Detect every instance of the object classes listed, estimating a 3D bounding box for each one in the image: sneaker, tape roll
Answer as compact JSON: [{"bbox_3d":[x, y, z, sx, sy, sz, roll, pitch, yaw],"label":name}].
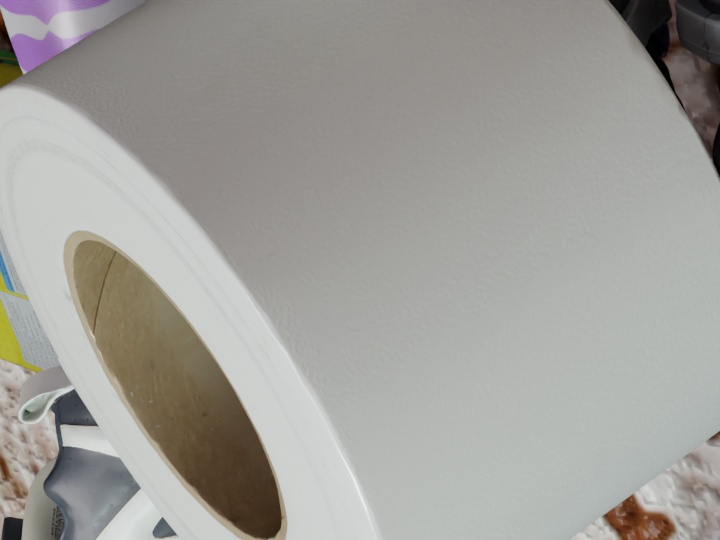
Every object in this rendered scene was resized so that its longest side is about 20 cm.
[{"bbox_3d":[-0.059,0.099,1.063,0.129,0.080,0.199,-16,130,9],"label":"sneaker"},{"bbox_3d":[0.000,0.000,0.860,0.203,0.139,0.203,45,156,26],"label":"tape roll"}]

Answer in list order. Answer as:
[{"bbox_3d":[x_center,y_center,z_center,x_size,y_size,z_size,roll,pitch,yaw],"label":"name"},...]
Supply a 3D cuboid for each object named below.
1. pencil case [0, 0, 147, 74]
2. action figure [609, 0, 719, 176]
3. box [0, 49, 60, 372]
[{"bbox_3d":[-0.076,-0.080,0.965,0.085,0.084,0.200,40,148,61],"label":"pencil case"},{"bbox_3d":[0.108,-0.028,0.888,0.130,0.069,0.200,12,134,27],"label":"action figure"},{"bbox_3d":[-0.160,-0.031,1.118,0.200,0.048,0.118,15,130,43],"label":"box"}]
